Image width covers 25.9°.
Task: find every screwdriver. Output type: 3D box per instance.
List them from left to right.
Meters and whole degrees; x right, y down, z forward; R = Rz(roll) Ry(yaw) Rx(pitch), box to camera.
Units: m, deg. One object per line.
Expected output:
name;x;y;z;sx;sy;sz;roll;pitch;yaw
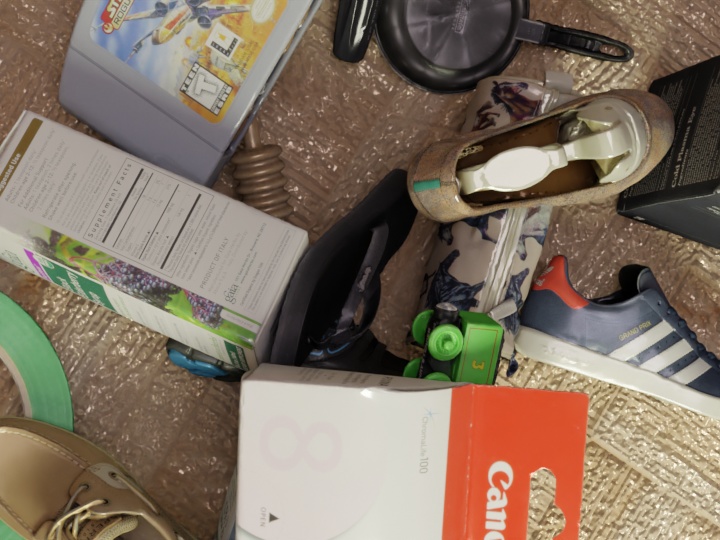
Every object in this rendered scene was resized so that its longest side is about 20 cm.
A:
screwdriver;0.010;-0.230;1.022;0.029;0.028;0.202;-14;128;-36

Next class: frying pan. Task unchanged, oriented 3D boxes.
frying pan;0.093;-0.157;1.082;0.189;0.031;0.116;34;95;-18

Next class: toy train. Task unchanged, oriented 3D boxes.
toy train;0.046;0.118;0.953;0.056;0.042;0.203;6;104;-20

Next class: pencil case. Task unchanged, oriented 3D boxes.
pencil case;0.093;-0.035;1.050;0.077;0.089;0.203;19;84;-26

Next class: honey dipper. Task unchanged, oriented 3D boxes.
honey dipper;-0.079;-0.133;1.028;0.037;0.038;0.203;-12;100;-12

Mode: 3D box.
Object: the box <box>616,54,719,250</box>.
box;0.302;-0.062;1.049;0.198;0.182;0.105;19;84;-11

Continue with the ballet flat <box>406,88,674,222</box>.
ballet flat;0.127;-0.071;0.984;0.198;0.067;0.069;-19;94;-19

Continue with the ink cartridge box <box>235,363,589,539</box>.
ink cartridge box;0.027;0.143;0.909;0.197;0.057;0.165;5;102;13

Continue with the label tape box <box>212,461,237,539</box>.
label tape box;-0.026;0.193;1.023;0.141;0.066;0.202;15;109;-11

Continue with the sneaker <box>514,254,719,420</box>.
sneaker;0.207;0.045;1.079;0.198;0.075;0.086;18;89;-11

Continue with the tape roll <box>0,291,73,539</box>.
tape roll;-0.281;0.099;0.988;0.198;0.048;0.204;0;88;-12

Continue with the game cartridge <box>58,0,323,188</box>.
game cartridge;-0.106;-0.162;0.993;0.132;0.042;0.201;32;106;2

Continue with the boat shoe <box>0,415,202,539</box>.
boat shoe;-0.156;0.153;0.948;0.199;0.065;0.072;33;84;1

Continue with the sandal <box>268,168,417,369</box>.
sandal;0.000;-0.001;0.991;0.042;0.077;0.200;24;44;14

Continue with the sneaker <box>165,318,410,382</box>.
sneaker;-0.024;0.046;1.032;0.198;0.073;0.083;18;77;-14

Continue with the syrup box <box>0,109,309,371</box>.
syrup box;-0.134;-0.016;0.972;0.198;0.079;0.082;23;72;9
